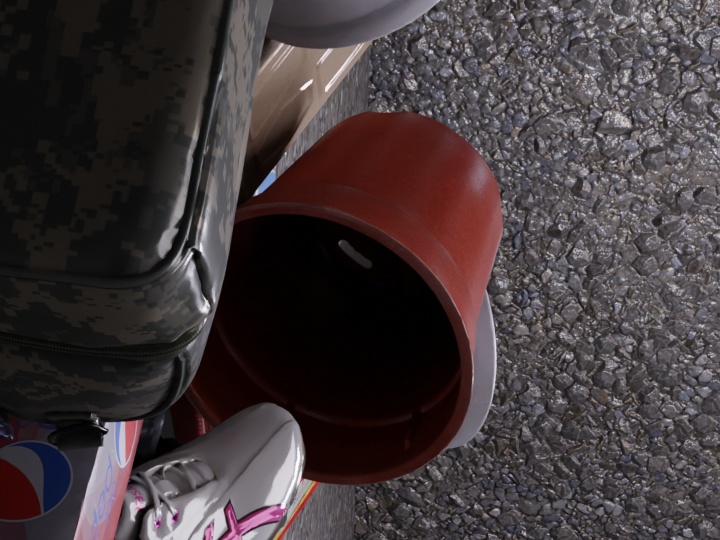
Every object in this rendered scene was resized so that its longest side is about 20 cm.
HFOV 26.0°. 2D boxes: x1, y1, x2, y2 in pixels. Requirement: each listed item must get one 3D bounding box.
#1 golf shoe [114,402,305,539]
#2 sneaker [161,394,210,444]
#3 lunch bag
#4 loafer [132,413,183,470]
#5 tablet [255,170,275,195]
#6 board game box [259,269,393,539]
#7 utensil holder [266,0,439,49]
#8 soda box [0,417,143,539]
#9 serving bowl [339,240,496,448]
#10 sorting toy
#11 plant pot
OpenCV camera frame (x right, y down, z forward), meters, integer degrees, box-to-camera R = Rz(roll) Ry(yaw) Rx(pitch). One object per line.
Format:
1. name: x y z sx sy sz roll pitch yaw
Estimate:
1. golf shoe: -0.102 0.137 0.833 0.200 0.073 0.092 -43 154 -27
2. sneaker: -0.121 0.130 1.098 0.116 0.078 0.200 -76 170 -62
3. lunch bag: -0.109 -0.045 0.617 0.168 0.139 0.200 84 12 -66
4. loafer: -0.134 0.128 0.932 0.201 0.070 0.068 87 8 -60
5. tablet: -0.106 -0.005 1.607 0.130 0.014 0.200 -38 131 -84
6. board game box: -0.050 0.118 1.152 0.152 0.046 0.200 -53 166 -45
7. utensil holder: -0.041 -0.244 0.847 0.200 0.170 0.170 48 42 -54
8. soda box: -0.148 0.096 0.745 0.070 0.063 0.200 89 7 -47
9. serving bowl: 0.025 0.047 1.215 0.200 0.066 0.200 30 -55 55
10. sorting toy: -0.039 -0.140 1.012 0.200 0.036 0.185 -58 173 -10
11. plant pot: 0.000 0.000 1.015 0.195 0.201 0.201 -59 155 -54
